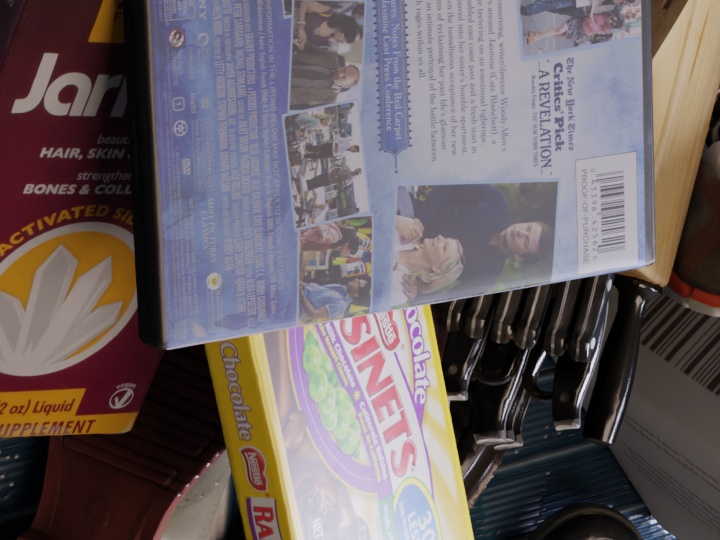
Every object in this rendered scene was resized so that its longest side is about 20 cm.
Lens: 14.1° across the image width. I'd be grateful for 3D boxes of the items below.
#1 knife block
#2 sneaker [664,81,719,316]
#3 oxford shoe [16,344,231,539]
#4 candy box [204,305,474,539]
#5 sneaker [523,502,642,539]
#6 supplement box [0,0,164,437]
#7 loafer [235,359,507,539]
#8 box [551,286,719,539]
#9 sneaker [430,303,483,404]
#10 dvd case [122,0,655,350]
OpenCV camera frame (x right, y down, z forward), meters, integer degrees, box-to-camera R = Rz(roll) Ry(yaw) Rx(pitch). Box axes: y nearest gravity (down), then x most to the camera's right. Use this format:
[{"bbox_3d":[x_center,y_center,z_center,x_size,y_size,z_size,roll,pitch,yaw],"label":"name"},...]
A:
[{"bbox_3d":[0.090,-0.033,1.104,0.200,0.064,0.176,-56,153,-47],"label":"knife block"},{"bbox_3d":[0.142,-0.040,1.138,0.077,0.200,0.082,-16,113,-20],"label":"sneaker"},{"bbox_3d":[-0.082,0.074,1.125,0.201,0.070,0.075,-63,164,1],"label":"oxford shoe"},{"bbox_3d":[-0.007,0.047,0.994,0.102,0.026,0.201,-32,116,-51],"label":"candy box"},{"bbox_3d":[0.076,0.202,1.262,0.076,0.114,0.200,29,94,-16],"label":"sneaker"},{"bbox_3d":[-0.108,-0.044,0.982,0.110,0.086,0.200,-1,129,-37],"label":"supplement box"},{"bbox_3d":[-0.006,0.113,1.195,0.200,0.073,0.071,-49,150,7],"label":"loafer"},{"bbox_3d":[0.224,0.044,1.235,0.200,0.199,0.171,-43,133,-10],"label":"box"},{"bbox_3d":[0.000,0.000,1.101,0.200,0.075,0.116,-50,133,-58],"label":"sneaker"},{"bbox_3d":[0.014,-0.059,0.947,0.199,0.018,0.143,-9,103,-32],"label":"dvd case"}]
